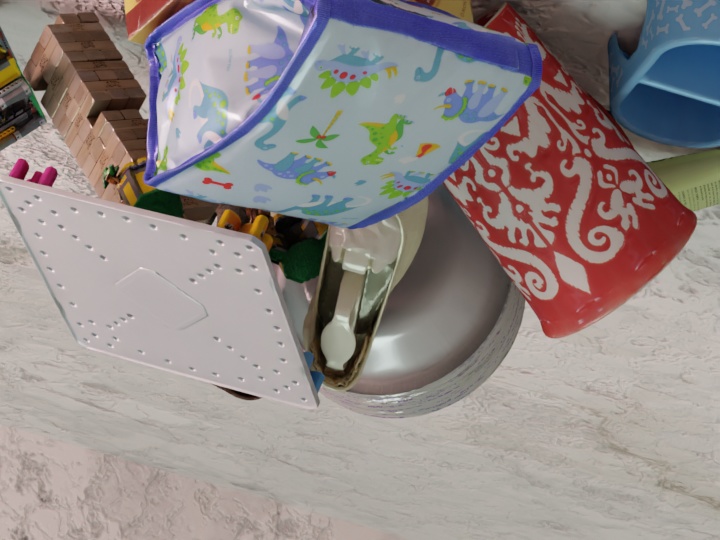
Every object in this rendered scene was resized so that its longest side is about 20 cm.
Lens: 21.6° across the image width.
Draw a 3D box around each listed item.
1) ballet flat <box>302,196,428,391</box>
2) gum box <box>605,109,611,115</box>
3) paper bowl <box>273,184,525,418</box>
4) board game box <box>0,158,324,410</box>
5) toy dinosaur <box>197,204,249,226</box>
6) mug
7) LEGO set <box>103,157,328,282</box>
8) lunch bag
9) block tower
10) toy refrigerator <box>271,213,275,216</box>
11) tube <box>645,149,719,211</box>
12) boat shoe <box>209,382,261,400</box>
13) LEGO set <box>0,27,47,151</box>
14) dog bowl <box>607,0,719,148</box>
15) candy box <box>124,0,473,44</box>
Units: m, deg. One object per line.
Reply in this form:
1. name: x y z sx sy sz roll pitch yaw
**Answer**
1. ballet flat: 0.000 0.000 1.309 0.069 0.070 0.202 14 124 0
2. gum box: 0.072 -0.109 1.469 0.169 0.045 0.200 21 162 -22
3. paper bowl: 0.022 0.003 1.442 0.199 0.203 0.104 8 162 18
4. board game box: -0.131 0.010 1.285 0.198 0.026 0.201 14 149 21
5. toy dinosaur: -0.099 -0.058 1.520 0.077 0.200 0.103 34 122 4
6. mug: 0.118 -0.076 1.317 0.200 0.133 0.178 50 -173 -10
7. LEGO set: -0.085 -0.091 1.341 0.198 0.155 0.116 10 -149 -32
8. lunch bag: -0.014 -0.112 1.141 0.169 0.129 0.199 9 163 -35
9. block tower: -0.186 -0.104 1.434 0.054 0.201 0.058 -10 146 -43
10. toy refrigerator: 0.016 -0.050 1.663 0.198 0.071 0.076 9 169 17
11. tube: 0.228 -0.061 1.442 0.198 0.052 0.058 -13 -160 9
12. boat shoe: -0.115 0.042 1.425 0.070 0.071 0.200 -18 154 19
13. LEGO set: -0.326 -0.156 1.408 0.154 0.115 0.200 55 170 13
14. dog bowl: 0.227 -0.136 1.257 0.110 0.050 0.200 16 162 -5
15. candy box: -0.039 -0.176 1.220 0.198 0.057 0.116 8 155 -36
